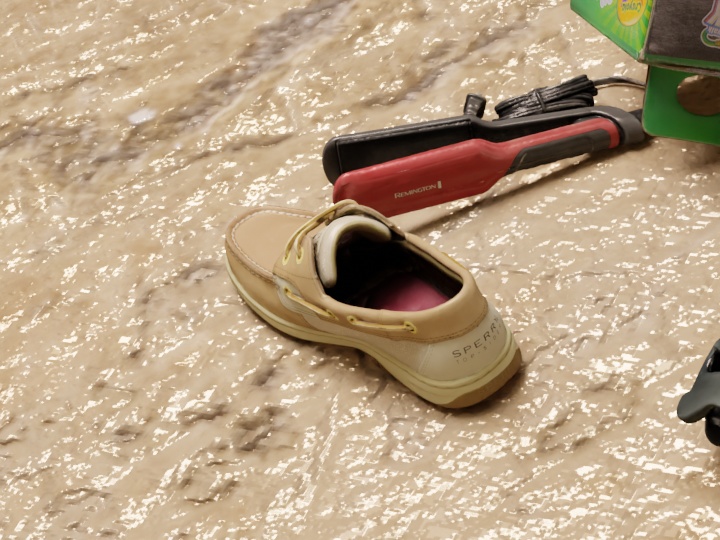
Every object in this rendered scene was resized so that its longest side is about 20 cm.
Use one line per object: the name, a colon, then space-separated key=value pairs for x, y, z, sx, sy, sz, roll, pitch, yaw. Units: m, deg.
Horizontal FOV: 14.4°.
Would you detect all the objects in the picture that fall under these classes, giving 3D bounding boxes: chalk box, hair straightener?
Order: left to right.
hair straightener: x=0.075 y=-0.081 z=1.508 sx=0.200 sy=0.041 sz=0.077 roll=-18 pitch=38 yaw=-2
chalk box: x=0.188 y=-0.164 z=1.446 sx=0.124 sy=0.201 sz=0.124 roll=7 pitch=17 yaw=-16

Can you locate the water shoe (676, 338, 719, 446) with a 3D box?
water shoe: x=0.216 y=0.093 z=1.238 sx=0.079 sy=0.071 sz=0.200 roll=-50 pitch=41 yaw=7

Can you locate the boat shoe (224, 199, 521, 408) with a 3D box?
boat shoe: x=0.000 y=0.000 z=1.428 sx=0.200 sy=0.066 sz=0.074 roll=24 pitch=56 yaw=42
